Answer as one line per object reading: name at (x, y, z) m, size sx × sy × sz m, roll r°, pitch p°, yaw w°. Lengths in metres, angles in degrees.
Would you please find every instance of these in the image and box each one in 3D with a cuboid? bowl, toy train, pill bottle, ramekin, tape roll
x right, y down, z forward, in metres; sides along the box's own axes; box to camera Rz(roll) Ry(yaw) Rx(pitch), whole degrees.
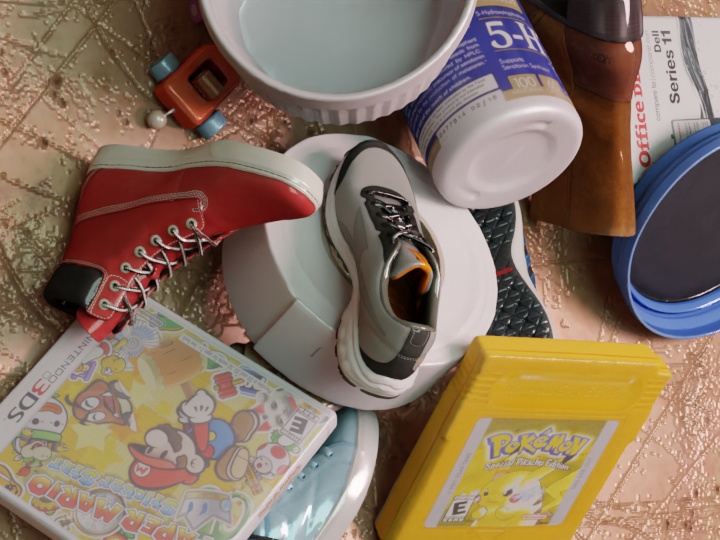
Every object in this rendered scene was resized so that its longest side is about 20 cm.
bowl at (0.295, -0.036, 1.602) m, size 0.200 × 0.039 × 0.201 m, roll -17°, pitch 130°, yaw -21°
toy train at (-0.135, -0.207, 1.436) m, size 0.150 × 0.056 × 0.200 m, roll -42°, pitch 104°, yaw -29°
pill bottle at (0.079, -0.159, 1.482) m, size 0.119 × 0.120 × 0.201 m, roll -4°, pitch 55°, yaw -30°
ramekin at (-0.016, -0.198, 1.379) m, size 0.199 × 0.105 × 0.201 m, roll 0°, pitch 76°, yaw 0°
tape roll at (0.000, 0.000, 1.429) m, size 0.202 × 0.071 × 0.203 m, roll 19°, pitch 50°, yaw -24°

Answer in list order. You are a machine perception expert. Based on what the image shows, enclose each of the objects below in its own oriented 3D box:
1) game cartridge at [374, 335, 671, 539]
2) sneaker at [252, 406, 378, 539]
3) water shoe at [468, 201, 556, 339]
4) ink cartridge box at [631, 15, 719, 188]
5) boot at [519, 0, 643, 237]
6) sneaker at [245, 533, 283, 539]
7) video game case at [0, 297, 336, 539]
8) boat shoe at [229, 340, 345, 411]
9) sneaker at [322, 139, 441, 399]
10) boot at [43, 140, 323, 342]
game cartridge at (0.124, 0.134, 1.463) m, size 0.175 × 0.201 × 0.033 m, roll 4°, pitch 41°, yaw -29°
sneaker at (-0.056, 0.171, 1.408) m, size 0.082 × 0.074 × 0.201 m, roll 39°, pitch 64°, yaw -22°
water shoe at (0.102, 0.005, 1.536) m, size 0.071 × 0.079 × 0.201 m, roll -13°, pitch 63°, yaw -2°
ink cartridge box at (0.271, -0.137, 1.642) m, size 0.199 × 0.083 × 0.148 m, roll -4°, pitch 84°, yaw -30°
boot at (0.155, -0.139, 1.565) m, size 0.068 × 0.188 × 0.201 m, roll -22°, pitch 120°, yaw -42°
sneaker at (-0.097, 0.219, 1.334) m, size 0.075 × 0.199 × 0.079 m, roll 29°, pitch 67°, yaw -70°
video game case at (-0.147, 0.117, 1.326) m, size 0.199 × 0.023 × 0.182 m, roll 30°, pitch 62°, yaw 19°
boat shoe at (-0.075, 0.085, 1.413) m, size 0.199 × 0.076 × 0.072 m, roll -18°, pitch 89°, yaw -33°
sneaker at (0.024, -0.011, 1.349) m, size 0.074 × 0.079 × 0.201 m, roll 13°, pitch 51°, yaw -26°
boot at (-0.124, -0.013, 1.330) m, size 0.072 × 0.199 × 0.145 m, roll 46°, pitch 53°, yaw -46°
